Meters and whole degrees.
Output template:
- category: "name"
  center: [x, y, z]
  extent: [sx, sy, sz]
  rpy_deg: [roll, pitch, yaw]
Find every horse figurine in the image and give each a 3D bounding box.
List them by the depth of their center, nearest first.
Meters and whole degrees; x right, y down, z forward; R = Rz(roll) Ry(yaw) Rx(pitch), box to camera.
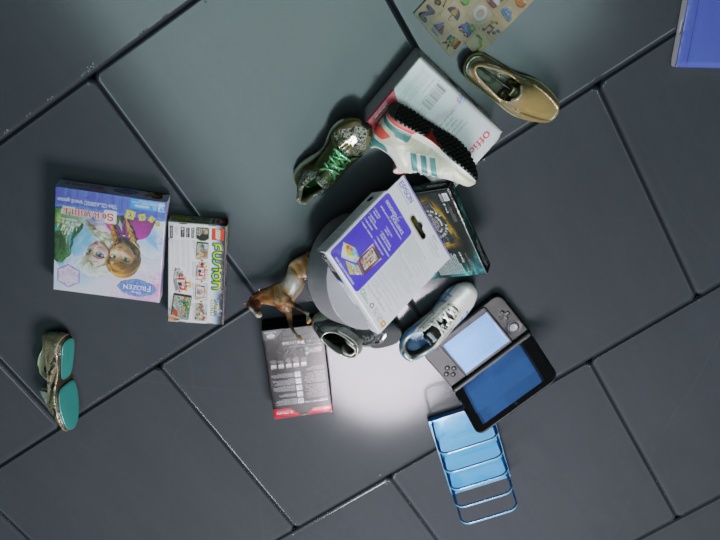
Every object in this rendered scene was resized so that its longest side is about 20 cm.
- category: "horse figurine"
  center: [-0.112, 0.030, 1.496]
  extent: [0.201, 0.132, 0.050]
  rpy_deg: [-52, 152, 3]

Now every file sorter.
- category: "file sorter"
  center: [0.237, 0.403, 1.676]
  extent: [0.136, 0.123, 0.203]
  rpy_deg: [-17, 115, 4]

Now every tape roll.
- category: "tape roll"
  center: [0.000, 0.000, 1.451]
  extent: [0.197, 0.066, 0.205]
  rpy_deg: [-9, 104, -39]

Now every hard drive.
- category: "hard drive"
  center: [0.648, -0.419, 1.394]
  extent: [0.195, 0.025, 0.135]
  rpy_deg: [0, 114, -4]

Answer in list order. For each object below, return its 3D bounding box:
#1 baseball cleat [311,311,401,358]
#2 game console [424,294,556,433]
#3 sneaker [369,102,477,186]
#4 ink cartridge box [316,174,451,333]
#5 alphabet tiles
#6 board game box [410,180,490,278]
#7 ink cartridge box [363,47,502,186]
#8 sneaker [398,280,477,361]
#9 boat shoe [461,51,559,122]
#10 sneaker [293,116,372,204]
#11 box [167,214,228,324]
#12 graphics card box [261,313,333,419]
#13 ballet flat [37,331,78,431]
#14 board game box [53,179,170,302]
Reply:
- category: "baseball cleat"
  center: [0.001, 0.132, 1.523]
  extent: [0.196, 0.107, 0.071]
  rpy_deg: [9, 119, -26]
- category: "game console"
  center: [0.251, 0.182, 1.581]
  extent: [0.199, 0.119, 0.171]
  rpy_deg: [-38, 112, 12]
- category: "sneaker"
  center: [0.104, -0.191, 1.349]
  extent: [0.198, 0.071, 0.093]
  rpy_deg: [31, 129, -18]
- category: "ink cartridge box"
  center: [0.045, -0.029, 1.404]
  extent: [0.200, 0.043, 0.200]
  rpy_deg: [-44, 122, -17]
- category: "alphabet tiles"
  center: [0.192, -0.468, 1.348]
  extent: [0.200, 0.006, 0.166]
  rpy_deg: [-43, 110, 14]
- category: "board game box"
  center: [0.140, -0.069, 1.457]
  extent: [0.133, 0.028, 0.202]
  rpy_deg: [-5, 131, 33]
- category: "ink cartridge box"
  center: [0.122, -0.257, 1.392]
  extent: [0.199, 0.086, 0.148]
  rpy_deg: [38, 108, -20]
- category: "sneaker"
  center: [0.154, 0.103, 1.564]
  extent: [0.072, 0.073, 0.200]
  rpy_deg: [40, 104, -18]
- category: "boat shoe"
  center: [0.264, -0.305, 1.385]
  extent: [0.196, 0.076, 0.073]
  rpy_deg: [21, 109, -17]
- category: "sneaker"
  center: [-0.048, -0.178, 1.386]
  extent: [0.076, 0.090, 0.200]
  rpy_deg: [30, 130, -22]
- category: "box"
  center: [-0.304, 0.001, 1.503]
  extent: [0.107, 0.035, 0.204]
  rpy_deg: [4, 114, -6]
- category: "graphics card box"
  center: [-0.124, 0.189, 1.592]
  extent: [0.122, 0.051, 0.204]
  rpy_deg: [-7, 115, -2]
- category: "ballet flat"
  center: [-0.591, 0.211, 1.566]
  extent: [0.074, 0.068, 0.205]
  rpy_deg: [9, 109, 16]
- category: "board game box"
  center: [-0.453, -0.051, 1.464]
  extent: [0.195, 0.041, 0.204]
  rpy_deg: [7, 113, -7]
